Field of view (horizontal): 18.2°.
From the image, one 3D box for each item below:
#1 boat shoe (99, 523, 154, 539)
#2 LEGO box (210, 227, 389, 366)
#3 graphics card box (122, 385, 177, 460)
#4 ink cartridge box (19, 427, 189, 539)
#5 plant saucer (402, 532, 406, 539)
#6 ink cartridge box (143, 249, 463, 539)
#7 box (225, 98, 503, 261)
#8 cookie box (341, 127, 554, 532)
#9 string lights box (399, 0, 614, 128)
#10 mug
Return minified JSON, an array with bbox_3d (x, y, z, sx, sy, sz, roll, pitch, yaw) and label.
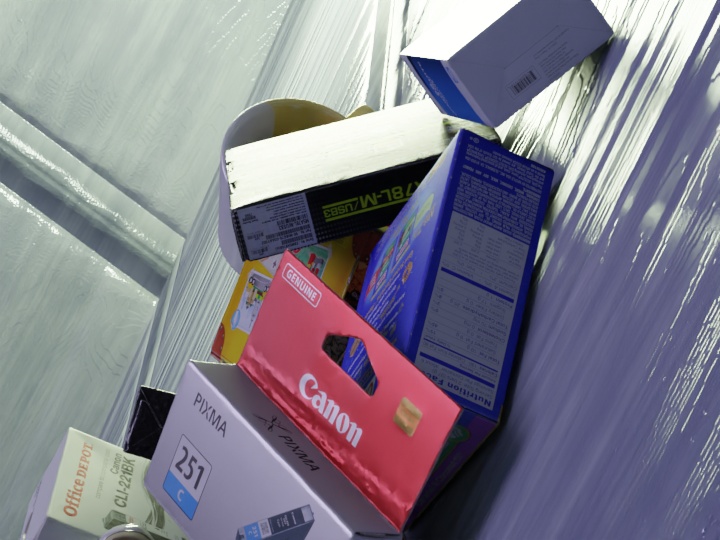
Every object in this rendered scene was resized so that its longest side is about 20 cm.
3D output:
[{"bbox_3d":[-0.167,0.277,1.766,0.069,0.074,0.202,-80,-17,-60],"label":"boat shoe"},{"bbox_3d":[-0.025,0.030,1.692,0.200,0.077,0.150,30,99,64],"label":"LEGO box"},{"bbox_3d":[-0.073,0.124,1.551,0.200,0.124,0.051,37,-112,-75],"label":"graphics card box"},{"bbox_3d":[-0.178,0.232,1.865,0.145,0.199,0.084,-87,22,-63],"label":"ink cartridge box"},{"bbox_3d":[-0.032,0.224,1.380,0.200,0.037,0.202,-25,52,37],"label":"plant saucer"},{"bbox_3d":[-0.041,0.108,1.352,0.200,0.044,0.177,41,115,44],"label":"ink cartridge box"},{"bbox_3d":[0.001,-0.073,1.638,0.193,0.198,0.048,-110,5,-76],"label":"box"},{"bbox_3d":[0.045,0.041,1.447,0.171,0.075,0.201,126,164,-54],"label":"cookie box"},{"bbox_3d":[0.097,-0.155,1.545,0.103,0.059,0.200,-38,10,-3],"label":"string lights box"},{"bbox_3d":[-0.056,-0.063,2.158,0.154,0.185,0.150,112,143,-54],"label":"mug"}]
